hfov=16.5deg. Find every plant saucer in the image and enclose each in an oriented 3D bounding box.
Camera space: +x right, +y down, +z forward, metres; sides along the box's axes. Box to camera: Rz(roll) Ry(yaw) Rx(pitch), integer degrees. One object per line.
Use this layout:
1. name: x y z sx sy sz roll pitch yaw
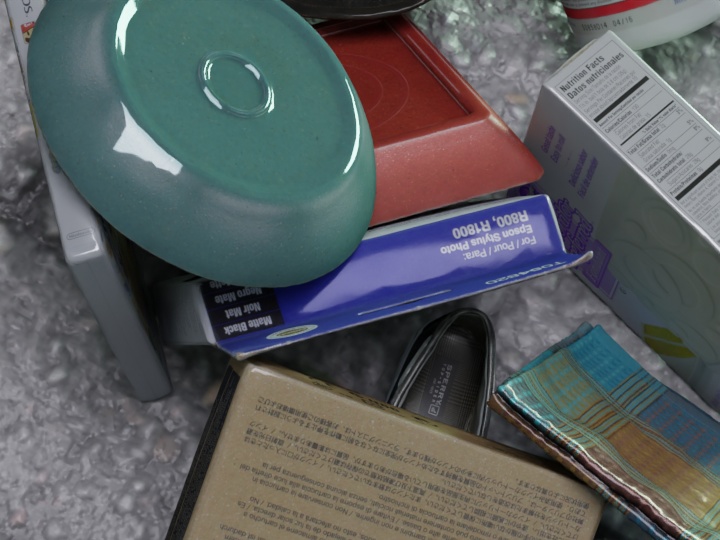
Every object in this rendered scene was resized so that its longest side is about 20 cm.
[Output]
1. plant saucer: -0.025 -0.085 1.385 0.199 0.037 0.200 -15 33 -14
2. plant saucer: -0.070 -0.085 1.250 0.199 0.036 0.201 20 47 -23

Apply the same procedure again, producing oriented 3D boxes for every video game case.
1. video game case: -0.144 -0.048 1.318 0.023 0.200 0.183 -16 66 0

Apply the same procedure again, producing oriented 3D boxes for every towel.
1. towel: 0.150 0.089 1.310 0.146 0.200 0.022 38 107 10

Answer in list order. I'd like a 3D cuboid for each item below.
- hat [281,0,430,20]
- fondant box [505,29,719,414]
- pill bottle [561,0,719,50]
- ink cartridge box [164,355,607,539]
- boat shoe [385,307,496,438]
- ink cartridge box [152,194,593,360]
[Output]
1. hat: 0.002 -0.221 1.480 0.199 0.081 0.202 -7 67 16
2. fondant box: 0.176 -0.017 1.375 0.058 0.144 0.200 -38 74 -21
3. pill bottle: 0.147 -0.237 1.447 0.112 0.112 0.201 -28 107 -19
4. ink cartridge box: 0.003 0.151 1.256 0.199 0.075 0.166 20 91 -11
5. boat shoe: 0.026 0.109 1.331 0.072 0.071 0.201 14 69 -2
6. ink cartridge box: 0.000 0.000 1.318 0.198 0.200 0.041 -15 94 -15
